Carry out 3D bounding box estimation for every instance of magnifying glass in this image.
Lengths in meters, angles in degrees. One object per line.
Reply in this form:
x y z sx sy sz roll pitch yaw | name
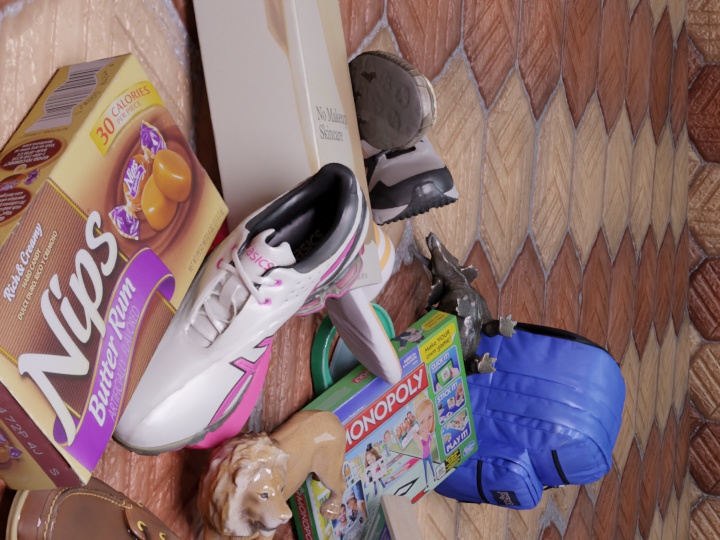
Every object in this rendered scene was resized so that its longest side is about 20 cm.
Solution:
-0.014 0.123 1.188 0.079 0.022 0.202 7 95 -42 | magnifying glass

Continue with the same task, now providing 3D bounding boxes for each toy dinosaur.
0.085 0.069 1.341 0.102 0.076 0.202 -169 -93 -71 | toy dinosaur

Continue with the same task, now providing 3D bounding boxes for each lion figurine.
-0.054 0.137 1.000 0.200 0.072 0.123 -44 152 -62 | lion figurine

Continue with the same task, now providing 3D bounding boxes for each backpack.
0.153 0.143 1.419 0.163 0.198 0.169 53 45 -62 | backpack

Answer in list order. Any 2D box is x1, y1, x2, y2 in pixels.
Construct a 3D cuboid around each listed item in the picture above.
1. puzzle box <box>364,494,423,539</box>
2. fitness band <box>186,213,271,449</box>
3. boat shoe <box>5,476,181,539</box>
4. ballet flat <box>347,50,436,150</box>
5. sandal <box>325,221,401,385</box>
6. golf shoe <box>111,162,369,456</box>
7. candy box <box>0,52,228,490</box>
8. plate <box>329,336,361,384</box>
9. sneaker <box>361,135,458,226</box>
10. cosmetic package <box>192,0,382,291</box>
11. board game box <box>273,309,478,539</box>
0.014 0.293 1.136 0.133 0.025 0.201 -109 -148 -54 | puzzle box
-0.108 0.034 0.925 0.200 0.037 0.145 48 50 -61 | fitness band
-0.134 0.164 0.838 0.200 0.067 0.073 57 43 -59 | boat shoe
0.008 -0.115 1.018 0.200 0.046 0.068 -178 -101 -67 | ballet flat
-0.005 -0.003 1.090 0.059 0.079 0.208 -41 132 -17 | sandal
-0.071 0.015 0.815 0.200 0.072 0.092 -48 163 -26 | golf shoe
-0.148 -0.003 0.751 0.117 0.056 0.201 61 36 -35 | candy box
0.010 0.132 1.281 0.200 0.025 0.202 5 90 -70 | plate
0.021 -0.089 1.137 0.200 0.073 0.081 -132 -152 -71 | sneaker
-0.045 -0.083 0.950 0.105 0.070 0.202 -14 95 -73 | cosmetic package
0.018 0.138 1.189 0.200 0.029 0.136 -35 126 -38 | board game box
